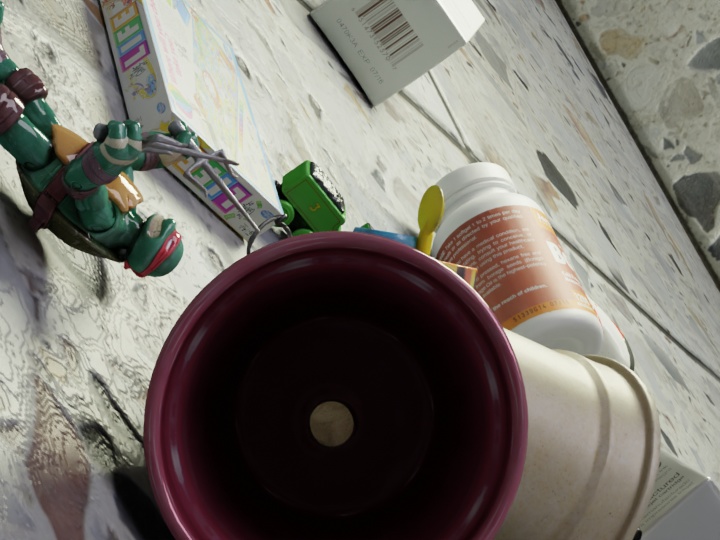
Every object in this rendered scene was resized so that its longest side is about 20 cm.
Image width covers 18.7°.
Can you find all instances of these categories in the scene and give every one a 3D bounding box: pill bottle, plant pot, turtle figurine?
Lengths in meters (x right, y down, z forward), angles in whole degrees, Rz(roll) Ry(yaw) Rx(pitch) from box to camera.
[{"bbox_3d":[0.131,0.004,1.955,0.112,0.112,0.200,37,24,-52],"label":"pill bottle"},{"bbox_3d":[0.054,0.103,1.380,0.183,0.200,0.201,34,24,-30],"label":"plant pot"},{"bbox_3d":[-0.148,-0.062,1.206,0.200,0.101,0.150,39,1,-6],"label":"turtle figurine"},{"bbox_3d":[-0.014,0.082,1.188,0.200,0.200,0.179,56,-2,0],"label":"plant pot"}]

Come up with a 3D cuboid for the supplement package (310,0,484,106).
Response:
[{"bbox_3d":[0.041,-0.258,2.224,0.117,0.117,0.200,54,15,-5],"label":"supplement package"}]

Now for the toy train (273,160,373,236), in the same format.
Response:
[{"bbox_3d":[0.000,0.000,1.646,0.200,0.056,0.042,50,15,-23],"label":"toy train"}]

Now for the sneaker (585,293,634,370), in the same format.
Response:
[{"bbox_3d":[0.194,0.037,2.192,0.202,0.067,0.108,55,15,9],"label":"sneaker"}]

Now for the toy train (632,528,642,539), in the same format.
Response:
[{"bbox_3d":[0.151,0.259,1.360,0.046,0.200,0.034,18,-5,-37],"label":"toy train"}]

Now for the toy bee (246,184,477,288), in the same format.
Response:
[{"bbox_3d":[0.029,0.014,1.546,0.200,0.109,0.131,-20,113,-45],"label":"toy bee"}]

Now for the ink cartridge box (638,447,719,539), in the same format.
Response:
[{"bbox_3d":[0.167,0.190,1.490,0.084,0.144,0.200,52,-6,-16],"label":"ink cartridge box"}]

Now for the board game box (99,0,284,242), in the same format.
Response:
[{"bbox_3d":[-0.124,-0.129,1.560,0.134,0.034,0.200,44,19,-41],"label":"board game box"}]
